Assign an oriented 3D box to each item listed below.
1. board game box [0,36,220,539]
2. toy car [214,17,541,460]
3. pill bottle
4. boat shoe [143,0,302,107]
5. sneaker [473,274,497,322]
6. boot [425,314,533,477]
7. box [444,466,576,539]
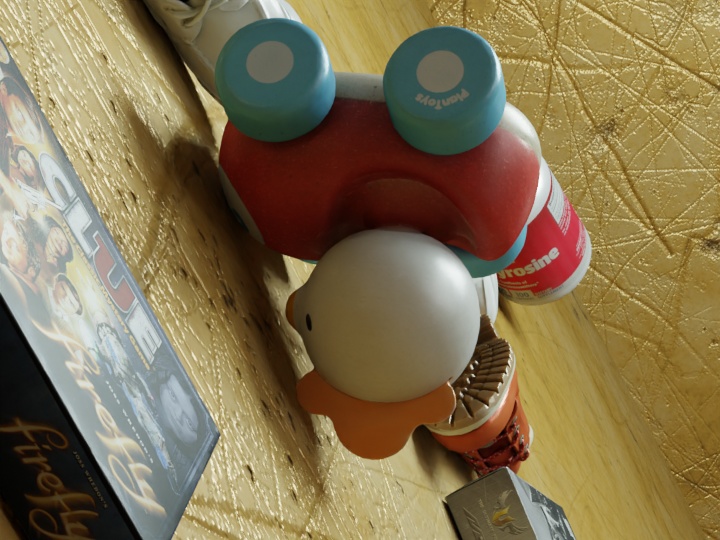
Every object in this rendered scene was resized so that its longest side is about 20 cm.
[{"bbox_3d":[-0.118,-0.003,0.638,0.201,0.034,0.136,62,10,-10],"label":"board game box"},{"bbox_3d":[0.000,0.000,1.006,0.185,0.176,0.201,72,25,-63],"label":"toy car"},{"bbox_3d":[0.149,-0.058,1.891,0.200,0.112,0.113,51,16,-50],"label":"pill bottle"},{"bbox_3d":[-0.093,-0.166,1.074,0.201,0.072,0.066,62,14,-3],"label":"boat shoe"},{"bbox_3d":[0.036,-0.015,1.394,0.201,0.074,0.100,58,30,-27],"label":"sneaker"},{"bbox_3d":[0.087,0.103,1.307,0.200,0.075,0.108,-66,133,-78],"label":"boot"},{"bbox_3d":[0.133,0.240,1.246,0.201,0.048,0.158,68,10,24],"label":"box"}]
